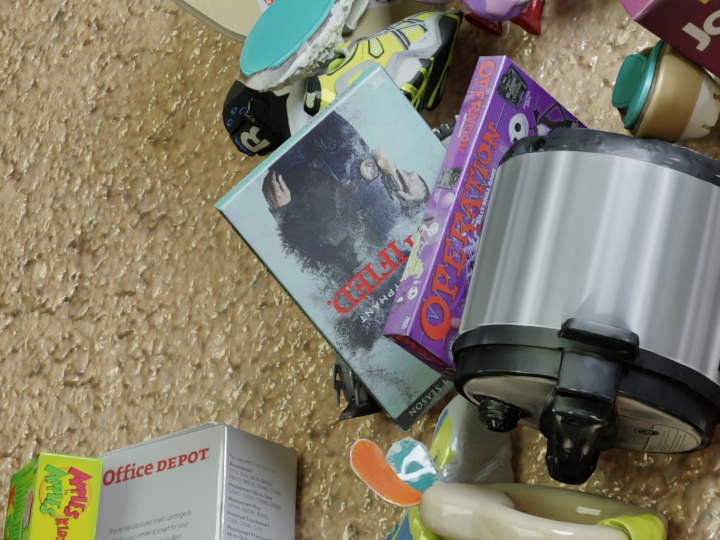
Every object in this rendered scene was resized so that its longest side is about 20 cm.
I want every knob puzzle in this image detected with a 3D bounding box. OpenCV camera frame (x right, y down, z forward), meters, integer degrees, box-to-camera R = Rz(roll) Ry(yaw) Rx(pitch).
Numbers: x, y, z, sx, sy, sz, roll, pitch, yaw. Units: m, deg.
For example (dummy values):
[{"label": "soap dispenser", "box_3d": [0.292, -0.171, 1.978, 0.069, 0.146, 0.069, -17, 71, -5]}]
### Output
[{"label": "knob puzzle", "box_3d": [-0.060, -0.226, 1.762, 0.031, 0.219, 0.220, 104, 156, -52]}]

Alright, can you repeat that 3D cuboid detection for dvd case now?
[{"label": "dvd case", "box_3d": [0.019, -0.014, 1.544, 0.146, 0.200, 0.022, -41, 18, -9]}]

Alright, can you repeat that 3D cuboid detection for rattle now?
[{"label": "rattle", "box_3d": [0.086, 0.191, 1.453, 0.199, 0.130, 0.143, 7, 113, 10]}]

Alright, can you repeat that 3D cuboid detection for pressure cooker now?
[{"label": "pressure cooker", "box_3d": [0.147, 0.032, 1.438, 0.178, 0.176, 0.201, -2, 67, 47]}]

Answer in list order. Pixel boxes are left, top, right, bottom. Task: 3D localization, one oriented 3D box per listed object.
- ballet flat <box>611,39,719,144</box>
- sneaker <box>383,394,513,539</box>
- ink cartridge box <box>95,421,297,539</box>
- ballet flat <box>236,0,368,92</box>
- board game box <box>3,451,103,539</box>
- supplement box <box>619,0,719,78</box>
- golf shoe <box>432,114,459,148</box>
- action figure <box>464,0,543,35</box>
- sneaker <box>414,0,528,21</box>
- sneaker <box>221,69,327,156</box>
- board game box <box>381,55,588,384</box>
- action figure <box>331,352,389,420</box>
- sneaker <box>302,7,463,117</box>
[{"label": "ballet flat", "box_3d": [0.198, -0.111, 1.463, 0.200, 0.063, 0.069, -72, 2, -81]}, {"label": "sneaker", "box_3d": [0.037, 0.178, 1.549, 0.105, 0.076, 0.201, -4, 70, 43]}, {"label": "ink cartridge box", "box_3d": [-0.124, 0.224, 1.674, 0.146, 0.084, 0.201, -17, 61, 40]}, {"label": "ballet flat", "box_3d": [-0.025, -0.186, 1.678, 0.072, 0.072, 0.200, -14, 39, 39]}, {"label": "board game box", "box_3d": [-0.232, 0.196, 1.737, 0.200, 0.047, 0.102, 146, 130, -73]}, {"label": "supplement box", "box_3d": [0.247, -0.188, 1.423, 0.131, 0.200, 0.103, -44, 47, 22]}, {"label": "golf shoe", "box_3d": [0.066, -0.056, 1.642, 0.200, 0.077, 0.088, -28, 77, 33]}, {"label": "action figure", "box_3d": [0.125, -0.271, 1.686, 0.065, 0.052, 0.201, 2, 72, 49]}, {"label": "sneaker", "box_3d": [0.064, -0.219, 1.647, 0.089, 0.080, 0.200, -63, 31, 25]}, {"label": "sneaker", "box_3d": [-0.053, -0.107, 1.750, 0.112, 0.073, 0.200, -42, 27, 27]}, {"label": "board game box", "box_3d": [0.089, -0.023, 1.518, 0.032, 0.120, 0.201, 0, 64, 48]}, {"label": "action figure", "box_3d": [0.000, 0.000, 1.613, 0.130, 0.069, 0.201, -11, 92, 36]}, {"label": "sneaker", "box_3d": [0.020, -0.146, 1.639, 0.076, 0.200, 0.076, 17, 113, 10]}]
